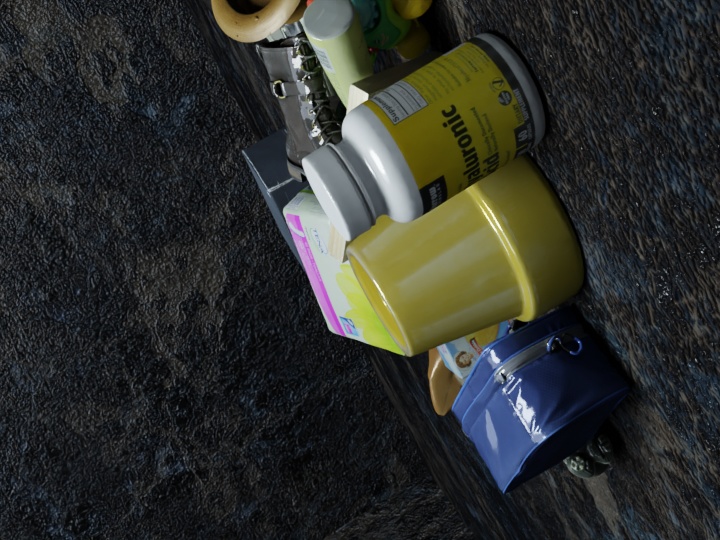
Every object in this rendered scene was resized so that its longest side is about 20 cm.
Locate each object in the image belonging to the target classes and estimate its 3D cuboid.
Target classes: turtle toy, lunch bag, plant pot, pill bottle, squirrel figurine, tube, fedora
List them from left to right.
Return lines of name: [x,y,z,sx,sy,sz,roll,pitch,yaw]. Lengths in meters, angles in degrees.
fedora: [-0.111,-0.380,1.194,0.081,0.201,0.201,12,-146,-47]
tube: [-0.005,-0.189,0.913,0.051,0.059,0.200,18,161,21]
turtle toy: [-0.003,-0.270,0.948,0.147,0.100,0.200,57,172,16]
pill bottle: [0.052,-0.112,0.808,0.112,0.198,0.111,57,173,11]
squirrel figurine: [0.139,0.088,1.377,0.187,0.140,0.202,-108,-5,-70]
plant pot: [0.096,-0.015,0.949,0.202,0.187,0.201,57,173,11]
lunch bag: [0.187,0.131,1.008,0.133,0.135,0.201,55,151,25]

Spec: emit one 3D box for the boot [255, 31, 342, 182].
boot: [-0.049,-0.185,1.067,0.199,0.069,0.176,18,129,47]

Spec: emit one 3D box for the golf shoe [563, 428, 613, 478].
golf shoe: [0.238,0.164,1.143,0.202,0.077,0.088,63,-171,19]

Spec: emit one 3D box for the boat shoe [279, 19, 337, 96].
boat shoe: [-0.066,-0.307,1.297,0.067,0.072,0.202,-6,115,40]

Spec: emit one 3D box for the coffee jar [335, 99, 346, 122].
coffee jar: [0.046,-0.142,1.125,0.201,0.084,0.105,55,133,36]

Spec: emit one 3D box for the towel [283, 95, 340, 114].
towel: [0.002,-0.146,1.245,0.190,0.032,0.202,-26,-94,-52]

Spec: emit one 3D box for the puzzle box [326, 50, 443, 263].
puzzle box: [0.029,-0.116,0.953,0.025,0.132,0.202,34,133,28]

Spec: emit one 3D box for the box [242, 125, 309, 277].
box: [-0.047,-0.132,1.429,0.124,0.195,0.201,52,169,43]

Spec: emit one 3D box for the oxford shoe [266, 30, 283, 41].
oxford shoe: [-0.100,-0.364,1.418,0.200,0.074,0.058,51,133,41]

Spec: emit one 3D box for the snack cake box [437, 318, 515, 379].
snack cake box: [0.124,0.020,1.178,0.202,0.114,0.067,62,172,-17]

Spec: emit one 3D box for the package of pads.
package of pads: [0.000,0.000,1.130,0.153,0.068,0.202,13,133,47]
